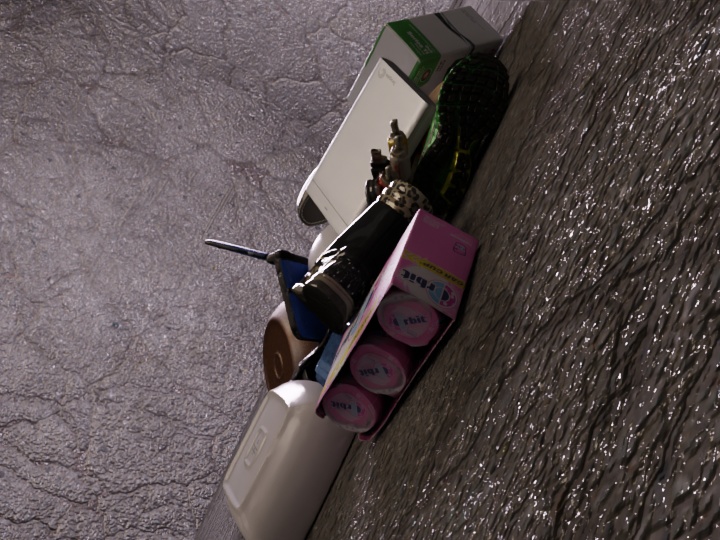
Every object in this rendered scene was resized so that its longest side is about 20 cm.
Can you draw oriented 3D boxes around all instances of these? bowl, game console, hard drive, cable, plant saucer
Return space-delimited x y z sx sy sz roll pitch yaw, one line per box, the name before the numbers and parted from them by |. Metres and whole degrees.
bowl | -0.091 0.218 1.178 0.201 0.074 0.200 -63 14 -4
game console | -0.106 0.032 1.424 0.117 0.173 0.200 -20 -14 20
hard drive | 0.010 -0.149 1.279 0.201 0.026 0.132 -58 41 19
cable | 0.047 -0.078 1.196 0.201 0.050 0.098 65 -149 -53
plant saucer | -0.108 0.141 1.527 0.200 0.036 0.203 174 90 -66

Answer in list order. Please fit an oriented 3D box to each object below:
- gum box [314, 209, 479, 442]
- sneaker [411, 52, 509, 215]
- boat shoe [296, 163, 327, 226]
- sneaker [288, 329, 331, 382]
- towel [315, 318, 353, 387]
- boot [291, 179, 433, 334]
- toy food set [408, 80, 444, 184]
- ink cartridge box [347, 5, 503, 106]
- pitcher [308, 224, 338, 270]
gum box | 0.029 0.057 0.956 0.201 0.066 0.114 -60 4 41
sneaker | 0.109 -0.162 1.201 0.202 0.077 0.085 -64 4 0
boat shoe | -0.011 -0.125 1.366 0.201 0.072 0.060 -39 16 18
sneaker | -0.074 0.157 1.321 0.201 0.060 0.104 -55 -2 -20
towel | 0.015 0.047 1.144 0.202 0.048 0.112 -63 23 -1
boot | 0.003 -0.013 1.096 0.154 0.073 0.204 -49 2 -9
toy food set | 0.095 -0.158 1.325 0.201 0.048 0.198 -57 -13 -19
ink cartridge box | 0.096 -0.294 1.493 0.199 0.083 0.147 -24 -25 -41
pitcher | 0.000 0.000 1.411 0.200 0.120 0.174 -50 -30 -63
